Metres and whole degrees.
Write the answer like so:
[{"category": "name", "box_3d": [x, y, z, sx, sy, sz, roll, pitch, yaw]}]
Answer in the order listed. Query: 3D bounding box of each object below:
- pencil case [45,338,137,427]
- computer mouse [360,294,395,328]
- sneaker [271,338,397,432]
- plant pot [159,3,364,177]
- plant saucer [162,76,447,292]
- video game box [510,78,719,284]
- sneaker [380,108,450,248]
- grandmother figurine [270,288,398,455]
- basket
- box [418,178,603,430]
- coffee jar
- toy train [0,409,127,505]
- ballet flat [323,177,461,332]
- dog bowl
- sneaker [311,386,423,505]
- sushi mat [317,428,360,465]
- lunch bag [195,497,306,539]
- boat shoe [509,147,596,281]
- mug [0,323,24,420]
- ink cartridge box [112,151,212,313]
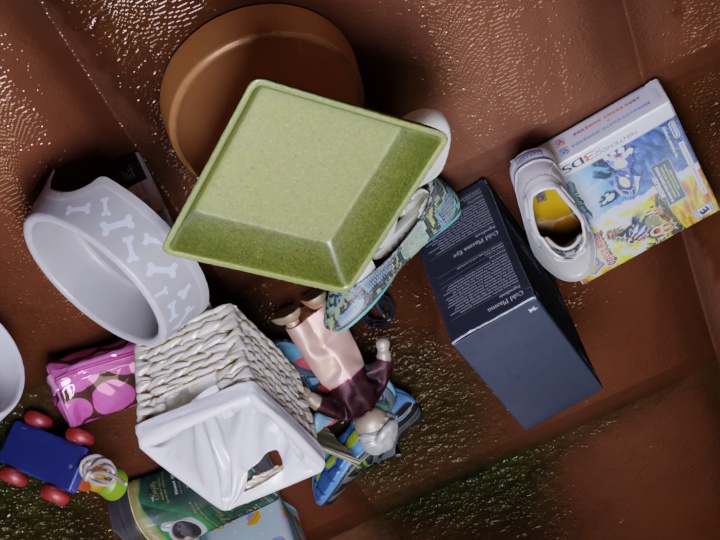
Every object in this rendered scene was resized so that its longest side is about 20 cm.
[{"category": "pencil case", "box_3d": [-0.244, 0.103, 1.579, 0.198, 0.092, 0.094, -20, 172, -2]}, {"category": "computer mouse", "box_3d": [0.000, 0.000, 1.608, 0.058, 0.034, 0.201, -40, 144, -16]}, {"category": "sneaker", "box_3d": [-0.047, 0.151, 1.680, 0.198, 0.097, 0.079, 17, 151, -28]}, {"category": "plant pot", "box_3d": [-0.083, -0.128, 1.368, 0.197, 0.141, 0.202, -10, 136, -9]}, {"category": "plant saucer", "box_3d": [-0.054, -0.082, 1.287, 0.198, 0.048, 0.201, 13, 128, -29]}, {"category": "video game box", "box_3d": [0.284, -0.093, 1.603, 0.181, 0.047, 0.200, -28, 136, 12]}, {"category": "sneaker", "box_3d": [0.029, -0.120, 1.432, 0.076, 0.112, 0.201, 7, 144, -16]}, {"category": "grandmother figurine", "box_3d": [-0.015, 0.118, 1.628, 0.120, 0.061, 0.202, -29, 103, -3]}, {"category": "basket", "box_3d": [-0.138, 0.142, 1.501, 0.134, 0.125, 0.200, -23, 145, 10]}, {"category": "box", "box_3d": [0.159, 0.039, 1.589, 0.103, 0.183, 0.200, -30, 135, 12]}, {"category": "coffee jar", "box_3d": [-0.204, 0.274, 1.761, 0.198, 0.086, 0.105, -28, 139, 7]}, {"category": "toy train", "box_3d": [-0.300, 0.230, 1.625, 0.116, 0.198, 0.086, 38, 71, -53]}, {"category": "ballet flat", "box_3d": [0.019, -0.026, 1.532, 0.200, 0.074, 0.074, -47, 137, -9]}, {"category": "dog bowl", "box_3d": [-0.240, -0.008, 1.395, 0.059, 0.198, 0.201, -52, 144, -26]}, {"category": "sneaker", "box_3d": [0.007, 0.227, 1.801, 0.082, 0.071, 0.200, 25, 118, -29]}, {"category": "sushi mat", "box_3d": [-0.091, 0.179, 1.708, 0.199, 0.095, 0.012, 28, 95, -39]}, {"category": "lunch bag", "box_3d": [-0.160, 0.390, 1.829, 0.198, 0.171, 0.122, -27, 138, 4]}, {"category": "boat shoe", "box_3d": [0.213, -0.041, 1.548, 0.070, 0.070, 0.201, -20, 137, 6]}, {"category": "mug", "box_3d": [-0.471, 0.115, 1.484, 0.200, 0.148, 0.175, 44, 121, -11]}, {"category": "ink cartridge box", "box_3d": [-0.192, -0.018, 1.468, 0.037, 0.095, 0.201, -27, 137, -5]}]
